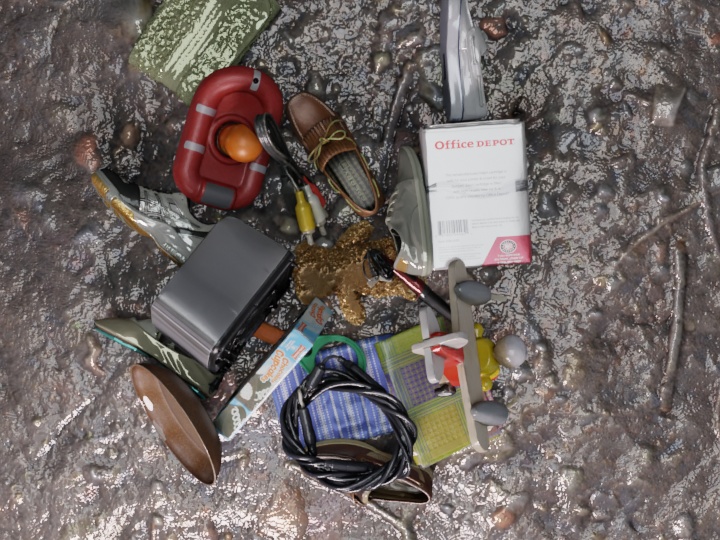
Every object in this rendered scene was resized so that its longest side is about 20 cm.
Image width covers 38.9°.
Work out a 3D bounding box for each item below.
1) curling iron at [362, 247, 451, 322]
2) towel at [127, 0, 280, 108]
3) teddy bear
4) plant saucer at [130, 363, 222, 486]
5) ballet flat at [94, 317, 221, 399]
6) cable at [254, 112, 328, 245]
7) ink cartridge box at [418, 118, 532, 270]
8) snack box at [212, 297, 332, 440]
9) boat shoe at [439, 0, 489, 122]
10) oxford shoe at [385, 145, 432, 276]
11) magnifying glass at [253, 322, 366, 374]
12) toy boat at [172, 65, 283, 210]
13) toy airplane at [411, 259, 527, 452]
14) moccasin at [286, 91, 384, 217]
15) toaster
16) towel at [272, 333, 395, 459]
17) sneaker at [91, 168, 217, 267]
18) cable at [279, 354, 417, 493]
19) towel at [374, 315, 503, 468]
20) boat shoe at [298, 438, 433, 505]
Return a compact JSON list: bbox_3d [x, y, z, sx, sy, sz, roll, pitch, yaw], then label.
[{"bbox_3d":[0.079,0.033,1.433,0.200,0.026,0.050,35,53,-24],"label":"curling iron"},{"bbox_3d":[-0.224,-0.340,1.445,0.148,0.036,0.200,36,92,-2],"label":"towel"},{"bbox_3d":[0.000,0.000,1.460,0.199,0.067,0.146,-22,103,-6],"label":"teddy bear"},{"bbox_3d":[-0.248,0.206,1.411,0.037,0.200,0.201,-33,93,-26],"label":"plant saucer"},{"bbox_3d":[-0.283,0.108,1.459,0.200,0.069,0.070,34,92,-7],"label":"ballet flat"},{"bbox_3d":[-0.086,-0.138,1.394,0.050,0.097,0.201,-3,127,19],"label":"cable"},{"bbox_3d":[0.160,-0.108,1.439,0.145,0.085,0.201,-4,95,-1],"label":"ink cartridge box"},{"bbox_3d":[-0.121,0.135,1.402,0.037,0.116,0.200,40,112,-4],"label":"snack box"},{"bbox_3d":[0.149,-0.313,1.440,0.065,0.074,0.201,-4,103,-5],"label":"boat shoe"},{"bbox_3d":[0.062,-0.085,1.415,0.057,0.075,0.201,-4,66,-2],"label":"oxford shoe"},{"bbox_3d":[-0.086,0.112,1.470,0.199,0.022,0.080,23,87,3],"label":"magnifying glass"},{"bbox_3d":[-0.171,-0.179,1.394,0.130,0.131,0.201,15,94,-27],"label":"toy boat"},{"bbox_3d":[0.149,0.108,1.351,0.140,0.199,0.201,-9,114,12],"label":"toy airplane"},{"bbox_3d":[-0.037,-0.163,1.436,0.073,0.078,0.202,-29,93,1],"label":"moccasin"},{"bbox_3d":[-0.186,0.044,1.376,0.118,0.181,0.200,36,74,4],"label":"toaster"},{"bbox_3d":[-0.027,0.183,1.483,0.199,0.024,0.145,-15,92,0],"label":"towel"},{"bbox_3d":[-0.287,-0.088,1.450,0.200,0.076,0.088,40,76,-6],"label":"sneaker"},{"bbox_3d":[-0.016,0.227,1.417,0.200,0.051,0.163,41,87,9],"label":"cable"},{"bbox_3d":[0.113,0.173,1.472,0.143,0.023,0.201,-22,94,-13],"label":"towel"},{"bbox_3d":[0.008,0.297,1.458,0.199,0.072,0.072,15,115,-5],"label":"boat shoe"}]
